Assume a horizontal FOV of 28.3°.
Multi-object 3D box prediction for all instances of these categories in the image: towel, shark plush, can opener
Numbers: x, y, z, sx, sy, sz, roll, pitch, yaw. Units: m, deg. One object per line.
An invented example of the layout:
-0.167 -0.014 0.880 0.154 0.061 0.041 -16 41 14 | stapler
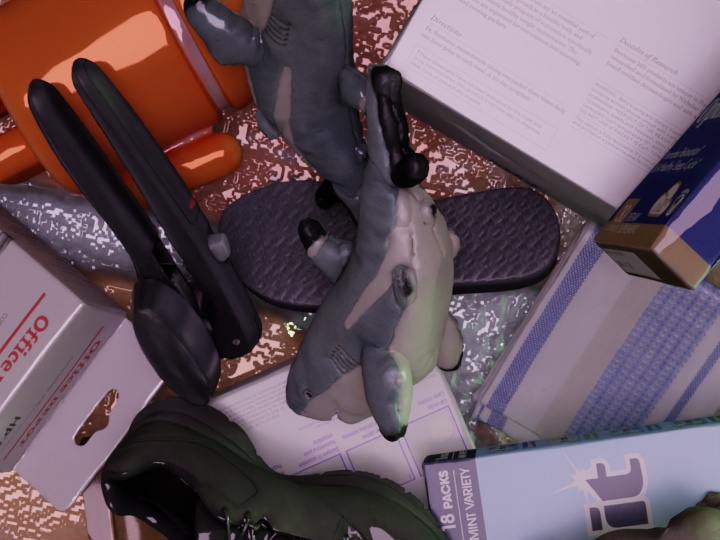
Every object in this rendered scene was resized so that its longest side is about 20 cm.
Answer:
0.180 0.072 0.824 0.199 0.024 0.148 28 117 0 | towel
0.000 0.000 0.729 0.083 0.091 0.201 16 132 21 | shark plush
-0.109 -0.025 0.763 0.063 0.079 0.201 -21 118 4 | can opener
-0.021 -0.088 0.746 0.091 0.083 0.202 -29 118 -40 | shark plush

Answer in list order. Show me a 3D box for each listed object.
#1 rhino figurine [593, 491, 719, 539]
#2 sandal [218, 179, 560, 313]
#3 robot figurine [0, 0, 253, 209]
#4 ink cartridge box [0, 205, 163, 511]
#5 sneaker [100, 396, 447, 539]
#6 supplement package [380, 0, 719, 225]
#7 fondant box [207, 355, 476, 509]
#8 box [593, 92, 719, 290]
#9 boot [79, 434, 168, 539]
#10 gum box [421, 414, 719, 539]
0.106 0.170 0.712 0.198 0.087 0.060 -23 86 5 | rhino figurine
0.016 -0.009 0.831 0.198 0.043 0.077 2 74 5 | sandal
-0.133 -0.121 0.799 0.199 0.117 0.144 -28 54 1 | robot figurine
-0.216 0.031 0.803 0.199 0.067 0.116 38 91 15 | ink cartridge box
-0.048 0.139 0.755 0.198 0.091 0.077 19 109 10 | sneaker
0.138 -0.142 0.783 0.190 0.147 0.201 30 91 -2 | supplement package
0.006 0.141 0.836 0.143 0.058 0.202 -23 90 0 | fondant box
0.193 -0.078 0.653 0.032 0.121 0.200 42 90 -3 | box
-0.113 0.193 0.833 0.075 0.074 0.202 -8 89 -6 | boot
0.144 0.173 0.774 0.198 0.045 0.172 -9 88 5 | gum box
